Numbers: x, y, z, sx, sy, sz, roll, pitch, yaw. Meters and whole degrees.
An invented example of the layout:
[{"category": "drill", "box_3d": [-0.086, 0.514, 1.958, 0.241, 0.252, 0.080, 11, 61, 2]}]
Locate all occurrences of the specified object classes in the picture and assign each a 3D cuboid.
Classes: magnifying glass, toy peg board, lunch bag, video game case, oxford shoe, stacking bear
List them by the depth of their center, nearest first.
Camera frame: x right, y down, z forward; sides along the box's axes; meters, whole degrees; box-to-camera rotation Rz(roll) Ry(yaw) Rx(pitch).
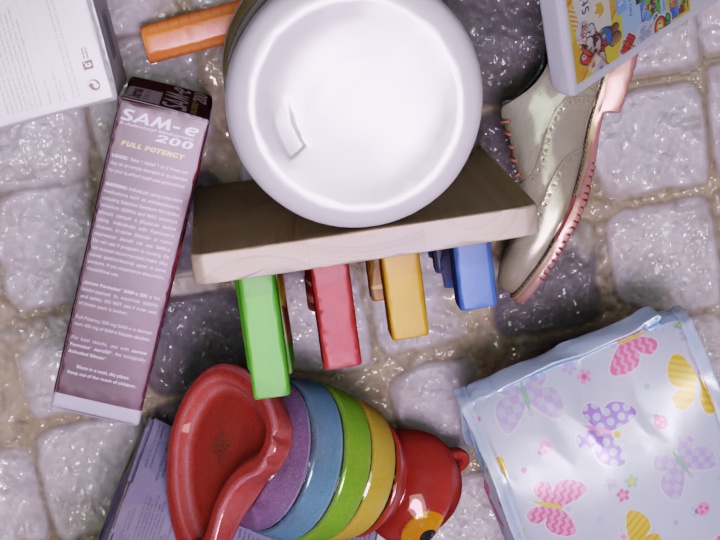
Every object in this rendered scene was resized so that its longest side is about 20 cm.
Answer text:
[{"category": "video game case", "box_3d": [0.173, -0.233, 1.006, 0.181, 0.023, 0.201, -34, 131, -25]}, {"category": "toy peg board", "box_3d": [0.000, 0.000, 1.032, 0.197, 0.200, 0.099, -8, 105, -3]}, {"category": "magnifying glass", "box_3d": [-0.045, -0.173, 1.083, 0.198, 0.022, 0.080, -16, 104, -3]}, {"category": "stacking bear", "box_3d": [-0.017, 0.133, 1.093, 0.199, 0.114, 0.122, 17, 118, -35]}, {"category": "oxford shoe", "box_3d": [0.120, -0.080, 1.095, 0.073, 0.071, 0.202, 19, 90, -5]}, {"category": "lunch bag", "box_3d": [0.168, 0.132, 1.113, 0.169, 0.127, 0.201, -24, 114, -2]}]

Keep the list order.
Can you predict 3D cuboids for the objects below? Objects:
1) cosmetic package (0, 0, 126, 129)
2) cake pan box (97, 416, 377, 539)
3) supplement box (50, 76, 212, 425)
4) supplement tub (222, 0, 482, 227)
[{"category": "cosmetic package", "box_3d": [-0.253, -0.125, 1.031, 0.198, 0.108, 0.086, -14, 104, -3]}, {"category": "cake pan box", "box_3d": [-0.085, 0.208, 1.074, 0.183, 0.201, 0.052, 26, 122, -11]}, {"category": "supplement box", "box_3d": [-0.145, -0.015, 1.064, 0.060, 0.109, 0.202, 12, 103, -7]}, {"category": "supplement tub", "box_3d": [-0.011, -0.115, 0.986, 0.143, 0.200, 0.146, -1, 106, -5]}]
